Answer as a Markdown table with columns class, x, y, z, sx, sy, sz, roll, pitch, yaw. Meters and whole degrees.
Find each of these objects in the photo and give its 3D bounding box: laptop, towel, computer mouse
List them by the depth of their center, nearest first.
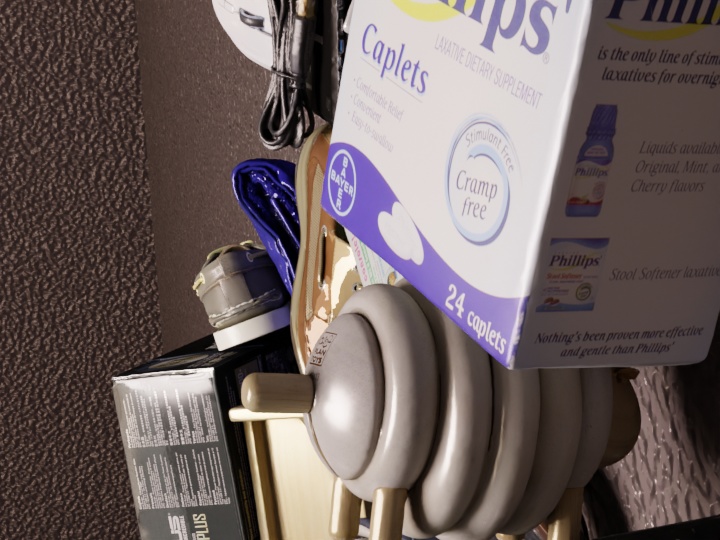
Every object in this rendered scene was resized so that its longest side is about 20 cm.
| class | x | y | z | sx | sy | sz | roll | pitch | yaw |
| --- | --- | --- | --- | --- | --- | --- | --- | --- | --- |
| laptop | 0.011 | -0.202 | 1.069 | 0.177 | 0.102 | 0.203 | -135 | 43 | -71 |
| computer mouse | -0.067 | -0.164 | 1.094 | 0.200 | 0.043 | 0.111 | -118 | 26 | -60 |
| towel | -0.028 | -0.013 | 1.172 | 0.149 | 0.049 | 0.200 | 63 | -176 | -2 |

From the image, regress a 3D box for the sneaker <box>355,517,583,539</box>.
| class | x | y | z | sx | sy | sz | roll | pitch | yaw |
| --- | --- | --- | --- | --- | --- | --- | --- | --- | --- |
| sneaker | 0.047 | 0.192 | 1.088 | 0.203 | 0.144 | 0.078 | 113 | 145 | -69 |

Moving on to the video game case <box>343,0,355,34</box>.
| class | x | y | z | sx | sy | sz | roll | pitch | yaw |
| --- | --- | --- | --- | --- | --- | --- | --- | --- | --- |
| video game case | 0.040 | -0.187 | 0.863 | 0.200 | 0.018 | 0.145 | -46 | -20 | -77 |

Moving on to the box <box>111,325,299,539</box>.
| class | x | y | z | sx | sy | sz | roll | pitch | yaw |
| --- | --- | --- | --- | --- | --- | --- | --- | --- | --- |
| box | -0.079 | 0.149 | 1.199 | 0.163 | 0.085 | 0.203 | -25 | -74 | -62 |

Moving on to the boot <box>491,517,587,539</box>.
| class | x | y | z | sx | sy | sz | roll | pitch | yaw |
| --- | --- | --- | --- | --- | --- | --- | --- | --- | --- |
| boot | 0.106 | 0.119 | 0.979 | 0.200 | 0.097 | 0.075 | 45 | 148 | 21 |

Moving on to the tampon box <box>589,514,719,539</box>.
| class | x | y | z | sx | sy | sz | roll | pitch | yaw |
| --- | --- | --- | --- | --- | --- | --- | --- | --- | --- |
| tampon box | 0.130 | 0.238 | 0.777 | 0.151 | 0.125 | 0.202 | -111 | 18 | -46 |

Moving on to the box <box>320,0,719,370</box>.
| class | x | y | z | sx | sy | sz | roll | pitch | yaw |
| --- | --- | --- | --- | --- | --- | --- | --- | --- | --- |
| box | 0.077 | -0.087 | 0.716 | 0.184 | 0.104 | 0.202 | 41 | 126 | 55 |

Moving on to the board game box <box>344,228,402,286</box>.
| class | x | y | z | sx | sy | sz | roll | pitch | yaw |
| --- | --- | --- | --- | --- | --- | --- | --- | --- | --- |
| board game box | 0.071 | -0.020 | 0.901 | 0.200 | 0.064 | 0.149 | -53 | 42 | 45 |

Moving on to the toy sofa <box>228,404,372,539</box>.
| class | x | y | z | sx | sy | sz | roll | pitch | yaw |
| --- | --- | --- | --- | --- | --- | --- | --- | --- | --- |
| toy sofa | -0.017 | 0.174 | 1.129 | 0.097 | 0.082 | 0.203 | -15 | -82 | -60 |

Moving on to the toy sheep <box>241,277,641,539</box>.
| class | x | y | z | sx | sy | sz | roll | pitch | yaw |
| --- | --- | --- | --- | --- | --- | --- | --- | --- | --- |
| toy sheep | 0.041 | 0.064 | 0.781 | 0.138 | 0.198 | 0.140 | -14 | 74 | 62 |

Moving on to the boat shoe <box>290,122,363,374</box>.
| class | x | y | z | sx | sy | sz | roll | pitch | yaw |
| --- | --- | --- | --- | --- | --- | --- | --- | --- | --- |
| boat shoe | 0.000 | 0.000 | 1.038 | 0.074 | 0.075 | 0.203 | 151 | 114 | -63 |

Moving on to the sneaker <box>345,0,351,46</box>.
| class | x | y | z | sx | sy | sz | roll | pitch | yaw |
| --- | --- | --- | --- | --- | --- | --- | --- | --- | --- |
| sneaker | 0.015 | -0.170 | 1.160 | 0.200 | 0.077 | 0.080 | 122 | 145 | -64 |

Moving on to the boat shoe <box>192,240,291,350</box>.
| class | x | y | z | sx | sy | sz | roll | pitch | yaw |
| --- | --- | --- | --- | --- | --- | --- | --- | --- | --- |
| boat shoe | -0.079 | 0.009 | 1.207 | 0.202 | 0.071 | 0.061 | -100 | -12 | -85 |
